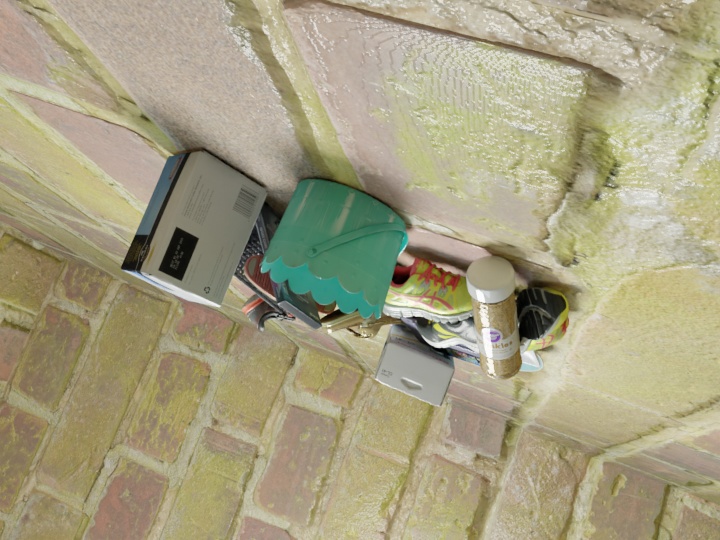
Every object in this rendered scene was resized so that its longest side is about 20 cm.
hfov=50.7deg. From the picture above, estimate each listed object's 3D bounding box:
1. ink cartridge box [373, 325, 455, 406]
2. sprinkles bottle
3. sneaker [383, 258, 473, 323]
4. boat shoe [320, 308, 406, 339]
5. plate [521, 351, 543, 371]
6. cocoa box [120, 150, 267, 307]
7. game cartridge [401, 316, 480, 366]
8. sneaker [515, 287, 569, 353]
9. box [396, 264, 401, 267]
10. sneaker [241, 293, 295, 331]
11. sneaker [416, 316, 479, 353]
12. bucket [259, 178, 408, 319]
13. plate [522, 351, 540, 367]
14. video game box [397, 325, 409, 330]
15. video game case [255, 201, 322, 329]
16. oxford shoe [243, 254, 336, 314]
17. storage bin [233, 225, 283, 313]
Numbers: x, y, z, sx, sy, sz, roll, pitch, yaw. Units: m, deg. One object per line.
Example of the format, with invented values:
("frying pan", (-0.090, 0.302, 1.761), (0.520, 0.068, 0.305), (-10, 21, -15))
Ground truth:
("ink cartridge box", (0.112, 0.188, 1.544), (0.145, 0.087, 0.200), (21, -174, 2))
("sprinkles bottle", (0.198, 0.073, 1.111), (0.067, 0.069, 0.202), (14, 140, 29))
("sneaker", (0.111, 0.024, 1.188), (0.196, 0.079, 0.092), (-2, 122, 25))
("boat shoe", (0.014, 0.095, 1.431), (0.197, 0.068, 0.074), (-14, -173, -30))
("plate", (0.274, 0.143, 1.512), (0.197, 0.026, 0.201), (25, 161, 9))
("cocoa box", (-0.260, -0.064, 1.181), (0.132, 0.204, 0.130), (28, 166, -35))
("game cartridge", (0.179, 0.132, 1.430), (0.197, 0.039, 0.130), (16, 155, 35))
("sneaker", (0.285, 0.073, 1.167), (0.088, 0.080, 0.200), (-7, 162, -9))
("box", (0.000, 0.000, 1.312), (0.197, 0.077, 0.050), (26, 169, -23))
("sneaker", (-0.140, 0.061, 1.541), (0.083, 0.198, 0.077), (58, 163, 11))
("sneaker", (0.157, 0.080, 1.277), (0.085, 0.075, 0.198), (50, 155, -24))
("bucket", (-0.034, -0.030, 1.093), (0.203, 0.137, 0.207), (21, 169, 4))
("plate", (0.224, 0.096, 1.372), (0.197, 0.033, 0.200), (16, 158, 30))
("video game box", (0.100, 0.091, 1.587), (0.196, 0.048, 0.183), (18, 165, 19))
("video game case", (-0.123, -0.014, 1.250), (0.019, 0.203, 0.143), (-24, 153, 12))
("oxford shoe", (-0.135, 0.033, 1.343), (0.198, 0.072, 0.073), (31, 155, -36))
("storage bin", (-0.202, -0.023, 1.401), (0.134, 0.094, 0.200), (32, 172, 41))
